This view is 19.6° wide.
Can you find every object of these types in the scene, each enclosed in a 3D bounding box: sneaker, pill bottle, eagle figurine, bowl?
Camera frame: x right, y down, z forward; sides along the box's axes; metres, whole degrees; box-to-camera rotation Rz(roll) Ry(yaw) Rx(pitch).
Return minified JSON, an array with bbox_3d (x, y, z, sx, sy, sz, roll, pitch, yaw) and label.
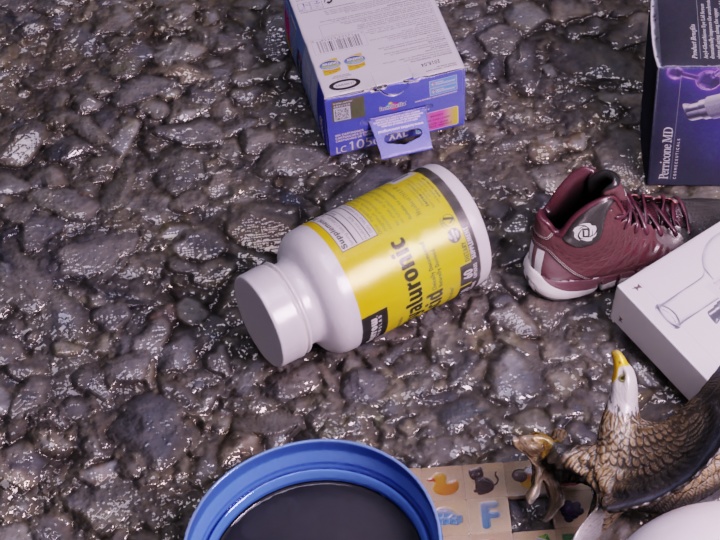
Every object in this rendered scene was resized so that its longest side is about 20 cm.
[{"bbox_3d":[0.234,-0.044,1.747,0.198,0.116,0.076,-15,49,-10],"label":"sneaker"},{"bbox_3d":[0.000,0.000,1.725,0.199,0.112,0.111,-26,52,-19],"label":"pill bottle"},{"bbox_3d":[0.218,0.130,1.544,0.198,0.152,0.152,-5,37,22],"label":"eagle figurine"},{"bbox_3d":[-0.035,0.219,1.571,0.198,0.040,0.202,-4,48,5],"label":"bowl"}]

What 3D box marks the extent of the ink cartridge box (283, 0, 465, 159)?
[{"bbox_3d":[0.015,-0.189,1.917,0.135,0.077,0.201,-13,47,-8],"label":"ink cartridge box"}]

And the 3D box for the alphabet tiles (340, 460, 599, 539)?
[{"bbox_3d":[0.085,0.217,1.595,0.198,0.008,0.168,-4,48,0],"label":"alphabet tiles"}]

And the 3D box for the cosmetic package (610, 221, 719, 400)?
[{"bbox_3d":[0.322,0.056,1.683,0.150,0.052,0.200,-31,61,-20],"label":"cosmetic package"}]

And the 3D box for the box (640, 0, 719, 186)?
[{"bbox_3d":[0.347,-0.159,1.824,0.198,0.149,0.105,0,48,4],"label":"box"}]

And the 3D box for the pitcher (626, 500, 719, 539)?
[{"bbox_3d":[0.282,0.239,1.502,0.199,0.122,0.172,-23,65,-31],"label":"pitcher"}]
